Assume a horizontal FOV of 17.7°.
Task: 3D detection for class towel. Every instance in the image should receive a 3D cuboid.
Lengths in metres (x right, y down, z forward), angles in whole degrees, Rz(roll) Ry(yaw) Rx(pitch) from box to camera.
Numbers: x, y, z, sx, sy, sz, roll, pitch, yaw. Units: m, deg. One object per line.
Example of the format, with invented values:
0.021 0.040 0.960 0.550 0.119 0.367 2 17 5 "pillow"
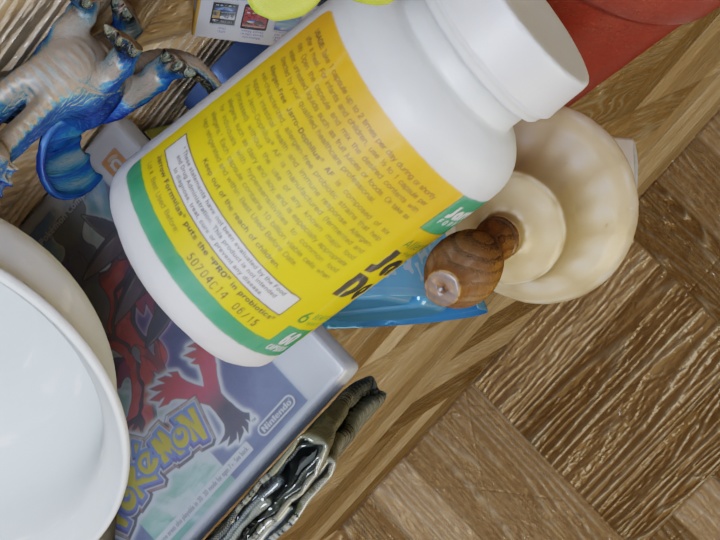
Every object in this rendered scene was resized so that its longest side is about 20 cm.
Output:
-0.061 0.140 1.150 0.193 0.035 0.200 -47 177 10 "towel"

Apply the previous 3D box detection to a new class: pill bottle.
-0.003 -0.056 1.017 0.200 0.113 0.113 -37 173 17 "pill bottle"

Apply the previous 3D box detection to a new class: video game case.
-0.127 0.055 1.201 0.200 0.182 0.023 -48 167 17 "video game case"

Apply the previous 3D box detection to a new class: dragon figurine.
-0.130 -0.073 1.030 0.099 0.059 0.200 -46 169 11 "dragon figurine"

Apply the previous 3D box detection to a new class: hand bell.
0.062 -0.012 1.084 0.104 0.104 0.200 -48 177 21 "hand bell"

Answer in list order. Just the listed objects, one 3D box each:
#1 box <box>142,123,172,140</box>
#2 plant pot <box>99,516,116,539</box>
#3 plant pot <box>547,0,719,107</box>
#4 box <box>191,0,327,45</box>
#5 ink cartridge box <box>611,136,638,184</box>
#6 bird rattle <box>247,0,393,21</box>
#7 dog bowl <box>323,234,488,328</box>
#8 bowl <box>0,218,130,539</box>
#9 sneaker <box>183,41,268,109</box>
-0.147 0.005 1.304 0.200 0.050 0.075 -50 170 23 "box"
-0.197 0.096 1.135 0.135 0.200 0.200 -62 176 -18 "plant pot"
0.091 -0.172 1.184 0.201 0.201 0.195 -34 174 -46 "plant pot"
-0.011 -0.149 1.051 0.200 0.118 0.042 110 -15 -64 "box"
0.034 -0.047 1.299 0.162 0.057 0.199 -10 167 43 "ink cartridge box"
-0.046 -0.191 0.863 0.164 0.112 0.200 -63 150 -11 "bird rattle"
0.000 0.000 1.272 0.111 0.050 0.200 -6 174 20 "dog bowl"
-0.187 0.037 0.976 0.201 0.200 0.091 -51 -163 35 "bowl"
-0.030 -0.091 1.303 0.070 0.078 0.200 -47 170 17 "sneaker"
